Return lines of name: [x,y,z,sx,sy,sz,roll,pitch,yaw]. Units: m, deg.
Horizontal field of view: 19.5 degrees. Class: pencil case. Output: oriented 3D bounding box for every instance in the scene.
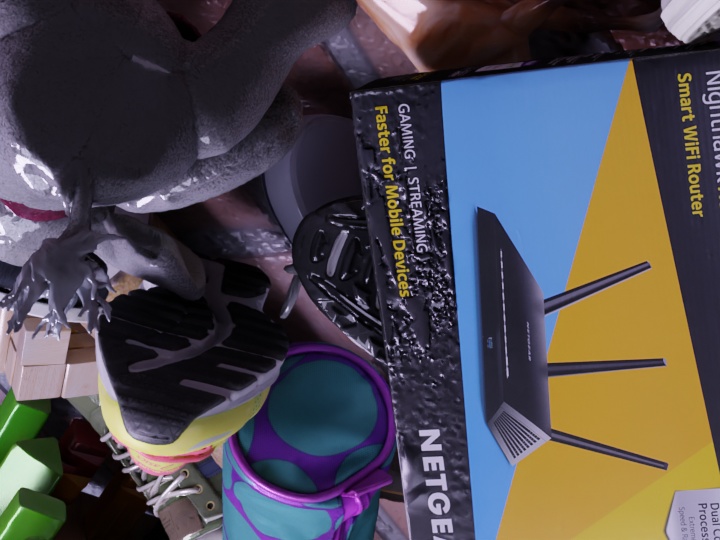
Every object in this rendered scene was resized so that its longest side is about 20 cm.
pencil case: [-0.026,0.122,1.033,0.092,0.085,0.200,54,159,28]

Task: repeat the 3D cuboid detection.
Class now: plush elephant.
plush elephant: [-0.117,-0.062,0.847,0.164,0.201,0.155,21,167,-21]

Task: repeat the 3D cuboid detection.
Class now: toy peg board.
toy peg board: [-0.148,0.169,1.198,0.199,0.200,0.098,22,119,-25]

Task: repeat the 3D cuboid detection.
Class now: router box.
router box: [0.084,0.020,0.783,0.149,0.051,0.201,-6,101,16]

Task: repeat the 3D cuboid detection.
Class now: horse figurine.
horse figurine: [0.069,-0.072,0.834,0.132,0.050,0.200,-2,142,18]

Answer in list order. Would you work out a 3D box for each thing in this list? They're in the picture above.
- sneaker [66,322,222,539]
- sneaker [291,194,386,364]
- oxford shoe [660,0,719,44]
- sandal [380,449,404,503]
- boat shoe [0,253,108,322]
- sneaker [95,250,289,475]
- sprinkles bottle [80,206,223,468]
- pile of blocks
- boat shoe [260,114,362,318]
sneaker: [-0.092,0.107,1.147,0.200,0.090,0.067,27,148,-16]
sneaker: [0.052,0.011,0.906,0.200,0.074,0.079,14,-173,-34]
oxford shoe: [0.153,-0.144,0.674,0.200,0.075,0.058,-41,72,52]
sandal: [0.071,0.092,1.083,0.199,0.082,0.055,16,127,15]
boat shoe: [-0.189,-0.035,0.942,0.200,0.060,0.076,24,-170,23]
sneaker: [-0.077,0.053,0.906,0.078,0.091,0.200,17,-167,0]
sprinkles bottle: [-0.095,0.027,1.044,0.068,0.068,0.200,-5,142,32]
pile of blocks: [-0.214,-0.001,1.059,0.200,0.082,0.062,20,126,5]
boat shoe: [0.002,-0.004,0.961,0.086,0.075,0.202,0,153,40]
